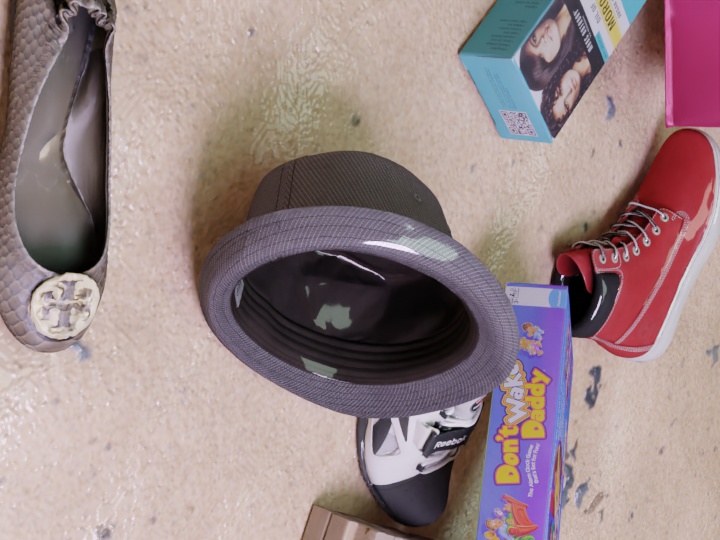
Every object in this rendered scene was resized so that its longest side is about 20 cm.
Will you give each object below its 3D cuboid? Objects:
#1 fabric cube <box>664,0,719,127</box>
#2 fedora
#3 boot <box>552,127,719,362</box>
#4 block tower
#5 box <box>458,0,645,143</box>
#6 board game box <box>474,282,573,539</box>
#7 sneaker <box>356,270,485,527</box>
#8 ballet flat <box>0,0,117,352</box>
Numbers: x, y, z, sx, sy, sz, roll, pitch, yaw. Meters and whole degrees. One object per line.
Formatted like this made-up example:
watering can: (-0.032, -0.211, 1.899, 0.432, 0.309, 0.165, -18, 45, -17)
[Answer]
fabric cube: (0.355, -0.224, 0.950, 0.200, 0.197, 0.199, -38, 126, -57)
fedora: (0.000, 0.000, 0.717, 0.199, 0.176, 0.091, 36, 44, -39)
boot: (0.222, -0.033, 0.988, 0.144, 0.072, 0.202, 20, 88, -46)
block tower: (0.039, 0.217, 0.863, 0.199, 0.054, 0.058, 26, 81, -46)
box: (0.154, -0.193, 0.887, 0.201, 0.049, 0.083, -55, 133, -23)
board game box: (0.117, 0.129, 0.851, 0.135, 0.044, 0.202, 68, 28, -60)
sneaker: (0.048, 0.092, 0.819, 0.074, 0.088, 0.202, -28, 120, -41)
ballet flat: (-0.146, -0.056, 0.603, 0.067, 0.046, 0.203, -2, 101, -46)
